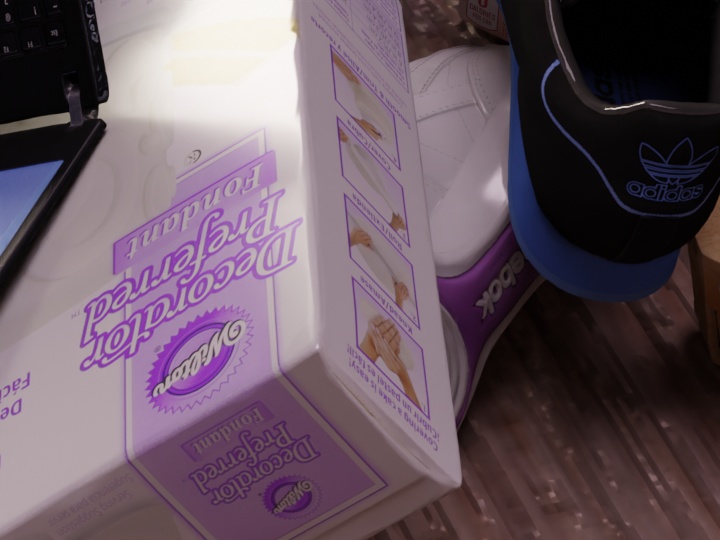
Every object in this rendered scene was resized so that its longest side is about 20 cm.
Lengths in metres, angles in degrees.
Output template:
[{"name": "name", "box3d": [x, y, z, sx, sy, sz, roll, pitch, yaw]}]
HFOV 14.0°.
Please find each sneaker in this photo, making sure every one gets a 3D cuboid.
[{"name": "sneaker", "box3d": [0.000, 0.000, 0.829, 0.099, 0.075, 0.200, 12, 40, 42]}, {"name": "sneaker", "box3d": [0.064, -0.094, 0.796, 0.070, 0.078, 0.201, -1, 58, -18]}]

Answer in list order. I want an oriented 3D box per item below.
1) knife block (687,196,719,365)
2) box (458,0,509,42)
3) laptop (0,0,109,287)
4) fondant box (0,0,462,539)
[{"name": "knife block", "box3d": [0.212, -0.023, 0.813, 0.199, 0.064, 0.176, 23, 66, 21]}, {"name": "box", "box3d": [0.138, -0.100, 0.905, 0.199, 0.103, 0.095, 29, 49, 25]}, {"name": "laptop", "box3d": [-0.161, -0.051, 0.756, 0.177, 0.201, 0.103, -7, 6, 42]}, {"name": "fondant box", "box3d": [-0.056, 0.005, 0.733, 0.144, 0.058, 0.200, -31, 36, 19]}]
